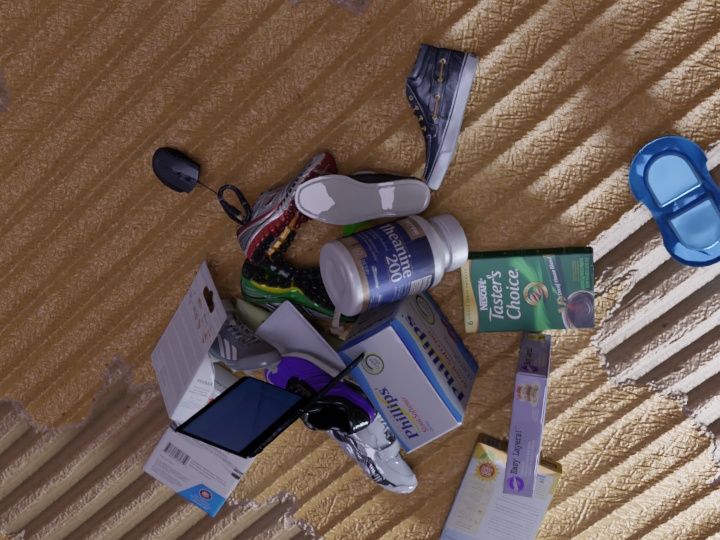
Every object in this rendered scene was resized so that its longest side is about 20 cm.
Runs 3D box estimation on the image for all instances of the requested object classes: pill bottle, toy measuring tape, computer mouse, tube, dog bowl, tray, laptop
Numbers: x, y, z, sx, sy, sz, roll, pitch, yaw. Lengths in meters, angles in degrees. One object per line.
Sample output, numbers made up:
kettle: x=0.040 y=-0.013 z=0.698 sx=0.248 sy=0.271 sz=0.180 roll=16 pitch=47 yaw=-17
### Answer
pill bottle: x=0.051 y=-0.015 z=1.487 sx=0.199 sy=0.111 sz=0.112 roll=-19 pitch=106 yaw=-23
toy measuring tape: x=0.000 y=0.000 z=1.563 sx=0.073 sy=0.074 sz=0.201 roll=8 pitch=89 yaw=7
computer mouse: x=-0.245 y=-0.128 z=1.566 sx=0.199 sy=0.034 sz=0.059 roll=31 pitch=106 yaw=21
tube: x=-0.111 y=0.110 z=1.642 sx=0.199 sy=0.052 sz=0.058 roll=19 pitch=77 yaw=10
dog bowl: x=0.461 y=-0.102 z=1.476 sx=0.111 sy=0.050 sz=0.201 roll=-31 pitch=99 yaw=17
tray: x=-0.070 y=0.141 z=1.594 sx=0.200 sy=0.022 sz=0.107 roll=48 pitch=128 yaw=0
laptop: x=-0.121 y=0.167 z=1.412 sx=0.103 sy=0.177 sz=0.200 roll=48 pitch=125 yaw=3

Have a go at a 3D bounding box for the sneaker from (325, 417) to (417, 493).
sneaker: x=0.036 y=0.259 z=1.644 sx=0.200 sy=0.075 sz=0.115 roll=43 pitch=112 yaw=-1

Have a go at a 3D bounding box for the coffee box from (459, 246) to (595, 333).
coffee box: x=0.250 y=0.030 z=1.554 sx=0.199 sy=0.044 sz=0.124 roll=-2 pitch=106 yaw=10

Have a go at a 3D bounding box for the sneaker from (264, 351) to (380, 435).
sneaker: x=-0.072 y=0.188 z=1.541 sx=0.199 sy=0.099 sz=0.070 roll=19 pitch=123 yaw=23

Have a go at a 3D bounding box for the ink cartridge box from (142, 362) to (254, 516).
ink cartridge box: x=-0.241 y=0.276 z=1.693 sx=0.146 sy=0.084 sz=0.200 roll=35 pitch=108 yaw=-1

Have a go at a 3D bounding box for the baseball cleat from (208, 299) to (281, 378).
baseball cleat: x=-0.195 y=0.101 z=1.596 sx=0.199 sy=0.069 sz=0.107 roll=4 pitch=107 yaw=50

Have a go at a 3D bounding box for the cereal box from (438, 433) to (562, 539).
cereal box: x=0.224 y=0.378 z=1.666 sx=0.143 sy=0.040 sz=0.201 roll=21 pitch=109 yaw=4

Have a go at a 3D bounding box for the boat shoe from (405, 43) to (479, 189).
boat shoe: x=0.102 y=-0.224 z=1.495 sx=0.090 sy=0.071 sz=0.201 roll=16 pitch=102 yaw=6

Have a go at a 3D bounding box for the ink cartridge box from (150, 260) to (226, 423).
ink cartridge box: x=-0.253 y=0.112 z=1.608 sx=0.057 sy=0.163 sz=0.200 roll=23 pitch=111 yaw=-34

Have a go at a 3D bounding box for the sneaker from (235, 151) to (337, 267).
sneaker: x=-0.116 y=-0.104 z=1.559 sx=0.200 sy=0.078 sz=0.082 roll=-47 pitch=56 yaw=3

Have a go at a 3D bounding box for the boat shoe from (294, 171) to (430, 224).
boat shoe: x=0.001 y=-0.112 z=1.520 sx=0.199 sy=0.060 sz=0.074 roll=-6 pitch=104 yaw=-7

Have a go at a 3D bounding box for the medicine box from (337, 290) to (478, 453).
medicine box: x=0.075 y=0.135 z=1.533 sx=0.103 sy=0.200 sz=0.183 roll=-31 pitch=99 yaw=21

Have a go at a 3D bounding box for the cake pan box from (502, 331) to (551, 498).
cake pan box: x=0.250 y=0.213 z=1.537 sx=0.052 sy=0.184 sz=0.201 roll=7 pitch=108 yaw=12

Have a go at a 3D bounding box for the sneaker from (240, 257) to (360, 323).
sneaker: x=-0.091 y=0.036 z=1.612 sx=0.199 sy=0.078 sz=0.085 roll=19 pitch=141 yaw=-2
